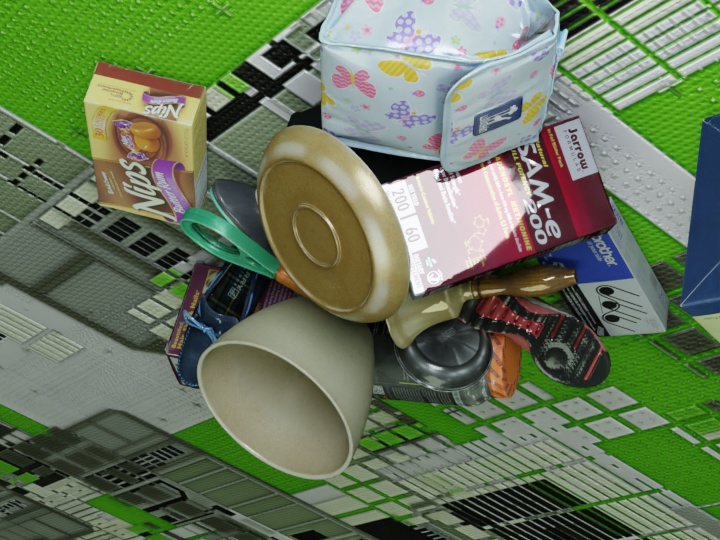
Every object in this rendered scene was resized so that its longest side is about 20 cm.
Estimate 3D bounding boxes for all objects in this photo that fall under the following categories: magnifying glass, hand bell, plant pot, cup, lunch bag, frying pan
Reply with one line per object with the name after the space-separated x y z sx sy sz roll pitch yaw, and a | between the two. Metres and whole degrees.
-0.107 -0.009 1.457 0.198 0.023 0.080 28 160 2 | magnifying glass
0.130 0.017 1.419 0.197 0.105 0.104 -9 144 19 | hand bell
-0.034 -0.036 1.249 0.199 0.027 0.202 33 140 33 | plant pot
-0.062 0.109 1.499 0.198 0.144 0.202 21 139 19 | cup
0.068 -0.173 1.150 0.197 0.129 0.170 10 156 3 | lunch bag
0.084 0.049 1.521 0.113 0.192 0.031 -9 150 -14 | frying pan

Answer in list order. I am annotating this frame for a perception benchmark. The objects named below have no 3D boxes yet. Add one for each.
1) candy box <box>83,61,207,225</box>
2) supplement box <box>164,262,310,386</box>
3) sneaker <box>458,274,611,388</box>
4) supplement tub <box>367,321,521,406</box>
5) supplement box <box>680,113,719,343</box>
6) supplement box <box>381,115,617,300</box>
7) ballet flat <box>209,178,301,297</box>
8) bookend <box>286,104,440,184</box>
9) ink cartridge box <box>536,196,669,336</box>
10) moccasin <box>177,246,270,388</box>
-0.224 -0.129 1.429 0.115 0.057 0.201 14 149 1 | candy box
-0.124 0.084 1.666 0.197 0.132 0.104 10 152 10 | supplement box
0.196 0.053 1.503 0.199 0.087 0.074 33 109 0 | sneaker
0.085 0.096 1.597 0.197 0.124 0.123 4 149 21 | supplement tub
0.398 -0.017 1.182 0.133 0.202 0.199 -14 141 42 | supplement box
0.124 -0.056 1.243 0.198 0.110 0.061 -20 175 -2 | supplement box
-0.087 -0.045 1.507 0.072 0.074 0.200 -9 137 36 | ballet flat
-0.025 -0.087 1.371 0.199 0.093 0.198 -15 137 44 | bookend
0.255 0.001 1.436 0.093 0.045 0.200 -6 144 29 | ink cartridge box
-0.166 0.044 1.563 0.080 0.202 0.068 25 -173 11 | moccasin
